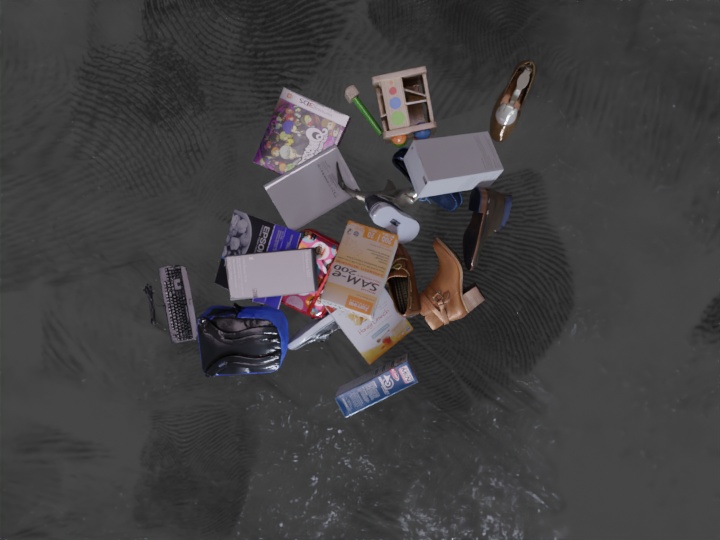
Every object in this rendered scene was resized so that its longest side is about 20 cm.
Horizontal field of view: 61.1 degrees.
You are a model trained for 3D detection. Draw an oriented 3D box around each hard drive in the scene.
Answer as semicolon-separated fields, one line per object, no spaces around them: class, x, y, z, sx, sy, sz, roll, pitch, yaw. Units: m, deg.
hard drive;-0.116;-0.198;1.478;0.200;0.026;0.132;-31;107;-4

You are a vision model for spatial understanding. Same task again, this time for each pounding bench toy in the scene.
pounding bench toy;0.070;-0.369;1.435;0.199;0.124;0.157;-10;94;6

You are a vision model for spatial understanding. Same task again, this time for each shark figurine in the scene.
shark figurine;0.041;-0.195;1.479;0.214;0.128;0.090;12;63;5

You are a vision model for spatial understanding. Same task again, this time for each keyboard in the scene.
keyboard;-0.496;0.090;1.576;0.127;0.021;0.201;-9;93;6

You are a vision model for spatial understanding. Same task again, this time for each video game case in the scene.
video game case;-0.144;-0.321;1.503;0.181;0.036;0.200;25;96;2

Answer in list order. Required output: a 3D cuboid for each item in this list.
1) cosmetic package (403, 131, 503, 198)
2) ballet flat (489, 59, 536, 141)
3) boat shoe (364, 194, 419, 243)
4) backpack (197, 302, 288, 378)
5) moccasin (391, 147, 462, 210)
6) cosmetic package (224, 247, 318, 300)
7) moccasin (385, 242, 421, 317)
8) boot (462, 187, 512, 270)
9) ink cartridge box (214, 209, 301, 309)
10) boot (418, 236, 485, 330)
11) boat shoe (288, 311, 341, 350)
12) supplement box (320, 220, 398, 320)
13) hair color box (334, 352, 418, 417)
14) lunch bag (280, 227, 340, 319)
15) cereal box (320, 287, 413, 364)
cosmetic package;0.213;-0.244;1.402;0.199;0.081;0.113;-10;70;-17
ballet flat;0.360;-0.402;1.432;0.068;0.072;0.200;26;96;3
boat shoe;0.072;-0.125;1.438;0.072;0.200;0.068;-44;57;15
backpack;-0.273;0.155;1.481;0.199;0.168;0.163;-1;110;8
moccasin;0.151;-0.208;1.460;0.200;0.068;0.081;39;132;8
cosmetic package;-0.200;0.007;1.410;0.199;0.090;0.107;-7;92;4
moccasin;0.088;0.016;1.470;0.073;0.078;0.202;-16;76;29
boot;0.305;-0.095;1.452;0.097;0.075;0.201;0;109;-18
ink cartridge box;-0.256;-0.028;1.491;0.200;0.043;0.199;20;96;31
boot;0.189;0.034;1.484;0.154;0.074;0.200;-33;86;13
boat shoe;-0.093;0.147;1.519;0.200;0.069;0.057;-34;101;7
supplement box;0.000;0.000;1.411;0.126;0.074;0.201;17;78;6
hair color box;0.042;0.281;1.499;0.200;0.100;0.061;-28;92;7
lunch bag;-0.107;0.012;1.507;0.176;0.082;0.200;27;98;-1
cereal box;0.016;0.107;1.482;0.144;0.040;0.200;-39;104;-8
